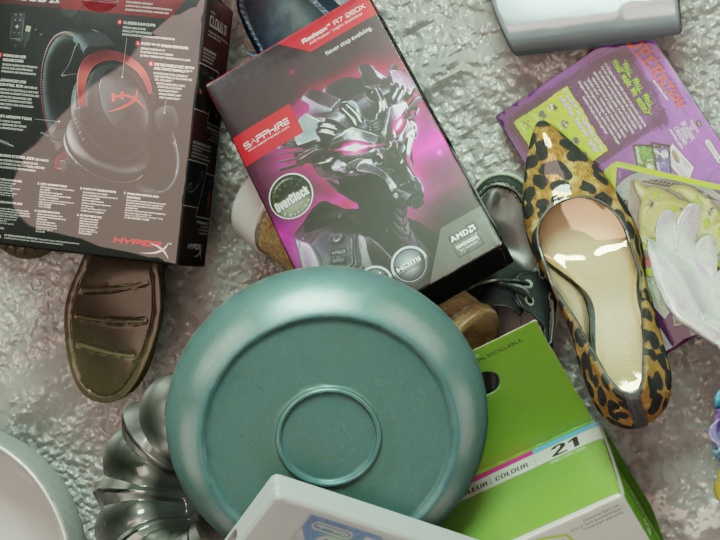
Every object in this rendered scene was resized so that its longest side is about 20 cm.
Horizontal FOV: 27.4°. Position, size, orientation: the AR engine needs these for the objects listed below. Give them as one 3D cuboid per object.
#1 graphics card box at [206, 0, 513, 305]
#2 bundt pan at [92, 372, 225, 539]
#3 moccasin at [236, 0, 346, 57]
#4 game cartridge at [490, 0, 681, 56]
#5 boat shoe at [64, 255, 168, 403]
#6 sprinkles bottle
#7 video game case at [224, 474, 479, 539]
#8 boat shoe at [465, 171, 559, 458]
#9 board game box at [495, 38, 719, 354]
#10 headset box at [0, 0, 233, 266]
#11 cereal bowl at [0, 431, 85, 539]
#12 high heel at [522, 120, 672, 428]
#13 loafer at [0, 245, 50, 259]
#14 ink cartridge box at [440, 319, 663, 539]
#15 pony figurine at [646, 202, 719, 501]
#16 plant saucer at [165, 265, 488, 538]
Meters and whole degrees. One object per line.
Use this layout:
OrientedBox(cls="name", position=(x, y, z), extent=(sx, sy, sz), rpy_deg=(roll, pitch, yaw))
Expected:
OrientedBox(cls="graphics card box", position=(-0.003, -0.063, 0.940), extent=(0.125, 0.051, 0.201), rpy_deg=(-28, 71, 6))
OrientedBox(cls="bundt pan", position=(-0.109, 0.154, 1.004), extent=(0.201, 0.076, 0.204), rpy_deg=(-14, 68, 38))
OrientedBox(cls="moccasin", position=(-0.013, -0.135, 1.022), extent=(0.200, 0.068, 0.081), rpy_deg=(45, 101, 9))
OrientedBox(cls="game cartridge", position=(0.141, -0.248, 0.987), extent=(0.132, 0.042, 0.202), rpy_deg=(-5, 83, 10))
OrientedBox(cls="boat shoe", position=(-0.166, -0.007, 1.064), extent=(0.071, 0.068, 0.202), rpy_deg=(6, 91, 8))
OrientedBox(cls="sprinkles bottle", position=(0.000, 0.000, 0.994), extent=(0.200, 0.068, 0.069), rpy_deg=(38, 100, 29))
OrientedBox(cls="video game case", position=(-0.011, 0.219, 0.926), extent=(0.199, 0.022, 0.183), rpy_deg=(21, 123, -24))
OrientedBox(cls="boat shoe", position=(0.096, 0.033, 1.005), extent=(0.074, 0.066, 0.201), rpy_deg=(4, 93, 13))
OrientedBox(cls="board game box", position=(0.194, -0.054, 1.000), extent=(0.120, 0.032, 0.201), rpy_deg=(-33, 86, 16))
OrientedBox(cls="headset box", position=(-0.171, -0.110, 0.992), extent=(0.147, 0.075, 0.202), rpy_deg=(6, 90, 9))
OrientedBox(cls="cereal bowl", position=(-0.290, 0.208, 1.091), extent=(0.198, 0.083, 0.202), rpy_deg=(1, 93, 12))
OrientedBox(cls="high heel", position=(0.147, -0.003, 0.925), extent=(0.071, 0.143, 0.201), rpy_deg=(-19, 90, 7))
OrientedBox(cls="loafer", position=(-0.260, -0.108, 1.084), extent=(0.075, 0.067, 0.202), rpy_deg=(-10, 105, 16))
OrientedBox(cls="ink cartridge box", position=(0.096, 0.150, 0.953), extent=(0.147, 0.076, 0.200), rpy_deg=(-26, 125, 12))
OrientedBox(cls="pony figurine", position=(0.262, 0.063, 0.910), extent=(0.165, 0.194, 0.201), rpy_deg=(0, 128, 5))
OrientedBox(cls="plant saucer", position=(-0.020, 0.097, 0.895), extent=(0.198, 0.027, 0.202), rpy_deg=(-1, 106, -2))
